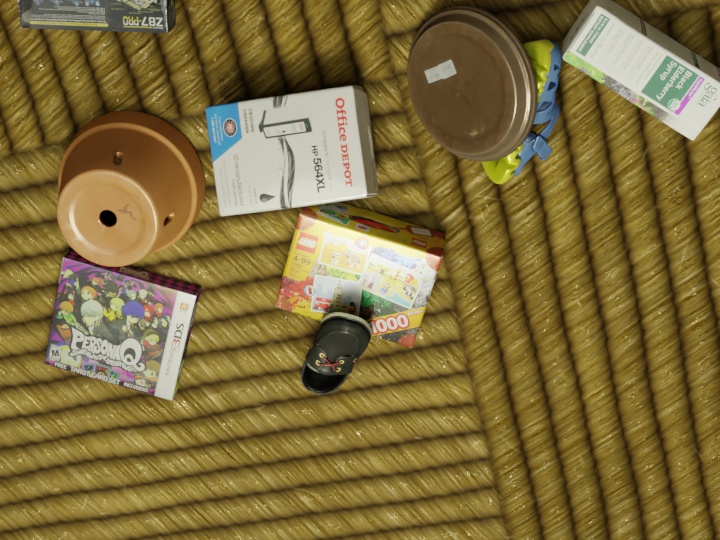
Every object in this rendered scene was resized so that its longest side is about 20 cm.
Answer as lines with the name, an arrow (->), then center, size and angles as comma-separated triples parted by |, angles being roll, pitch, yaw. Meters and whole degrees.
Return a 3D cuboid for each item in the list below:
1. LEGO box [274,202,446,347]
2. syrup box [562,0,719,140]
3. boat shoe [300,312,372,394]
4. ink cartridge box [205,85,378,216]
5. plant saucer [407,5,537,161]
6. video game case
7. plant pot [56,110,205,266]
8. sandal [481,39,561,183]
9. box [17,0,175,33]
LEGO box -> 0.000, 0.000, 1.849 | 0.199, 0.077, 0.150 | 16, 117, -1
syrup box -> 0.353, -0.254, 1.683 | 0.199, 0.082, 0.079 | 31, 115, -6
boat shoe -> -0.034, 0.115, 1.858 | 0.073, 0.063, 0.202 | 21, 153, -6
ink cartridge box -> -0.087, -0.155, 1.760 | 0.199, 0.084, 0.147 | -8, 93, 11
plant saucer -> 0.132, -0.229, 1.694 | 0.199, 0.029, 0.201 | 22, 125, 36
video game case -> -0.344, 0.080, 1.953 | 0.199, 0.036, 0.182 | 17, 115, -1
plant pot -> -0.320, -0.096, 1.809 | 0.199, 0.140, 0.201 | 3, 116, 7
sandal -> 0.216, -0.205, 1.717 | 0.087, 0.080, 0.201 | -11, 137, -28
box -> -0.339, -0.387, 1.723 | 0.199, 0.049, 0.162 | 2, 114, 6
